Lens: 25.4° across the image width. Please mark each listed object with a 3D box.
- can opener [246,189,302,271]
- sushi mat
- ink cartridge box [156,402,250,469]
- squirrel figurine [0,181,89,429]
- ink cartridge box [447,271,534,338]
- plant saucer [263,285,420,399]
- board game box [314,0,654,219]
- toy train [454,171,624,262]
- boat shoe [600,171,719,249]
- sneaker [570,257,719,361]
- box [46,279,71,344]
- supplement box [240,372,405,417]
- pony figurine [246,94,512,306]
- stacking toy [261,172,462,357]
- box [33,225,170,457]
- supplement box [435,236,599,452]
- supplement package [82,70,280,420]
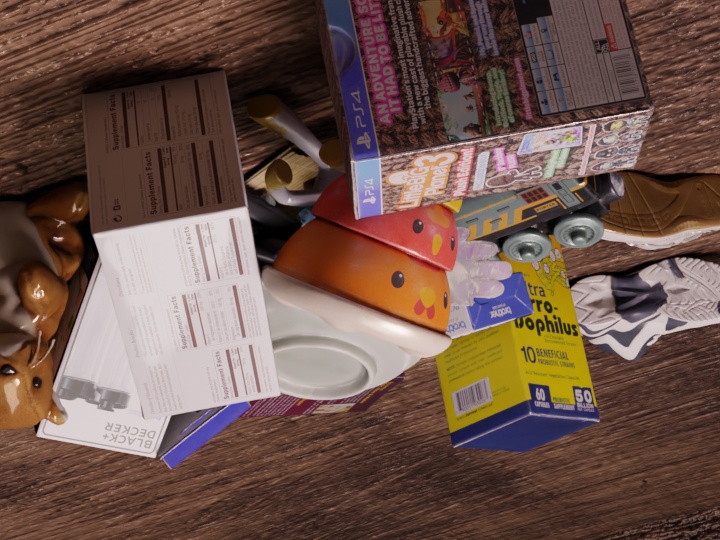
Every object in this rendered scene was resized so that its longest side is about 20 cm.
[{"bbox_3d":[-0.104,-0.046,1.342,0.078,0.064,0.200,6,161,46],"label":"can opener"},{"bbox_3d":[-0.083,-0.057,1.409,0.095,0.012,0.200,8,151,-40],"label":"sushi mat"},{"bbox_3d":[-0.159,0.133,1.513,0.094,0.037,0.200,-38,-166,-6],"label":"ink cartridge box"},{"bbox_3d":[-0.293,0.049,1.329,0.140,0.188,0.200,-3,158,-19],"label":"squirrel figurine"},{"bbox_3d":[0.058,0.052,1.519,0.094,0.045,0.199,-13,175,-46],"label":"ink cartridge box"},{"bbox_3d":[-0.039,0.069,1.400,0.198,0.051,0.201,3,149,2],"label":"plant saucer"},{"bbox_3d":[0.077,-0.140,1.072,0.198,0.161,0.097,-10,159,-2],"label":"board game box"},{"bbox_3d":[0.131,-0.061,1.418,0.199,0.086,0.114,-19,140,28],"label":"toy train"},{"bbox_3d":[0.274,-0.049,1.530,0.198,0.071,0.069,0,155,-29],"label":"boat shoe"},{"bbox_3d":[0.331,0.048,1.799,0.197,0.080,0.130,-12,160,3],"label":"sneaker"},{"bbox_3d":[-0.244,0.070,1.505,0.161,0.049,0.199,40,133,-22],"label":"box"},{"bbox_3d":[-0.067,0.099,1.714,0.198,0.086,0.110,0,156,-26],"label":"supplement box"},{"bbox_3d":[0.019,-0.068,1.277,0.191,0.168,0.200,-2,153,19],"label":"pony figurine"},{"bbox_3d":[0.025,-0.052,1.139,0.145,0.202,0.146,20,-179,0],"label":"stacking toy"},{"bbox_3d":[-0.203,0.056,1.390,0.116,0.060,0.201,15,110,-25],"label":"box"},{"bbox_3d":[0.144,0.066,1.577,0.108,0.202,0.109,9,152,-43],"label":"supplement box"},{"bbox_3d":[-0.133,-0.018,1.197,0.110,0.156,0.201,-10,135,-4],"label":"supplement package"}]
